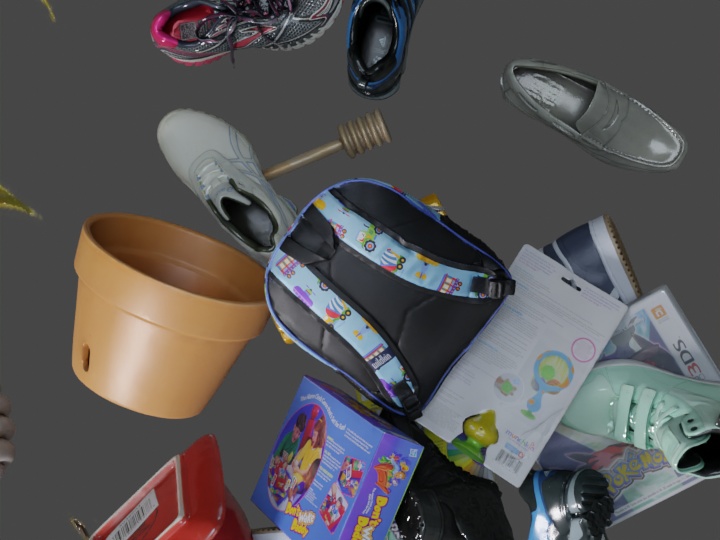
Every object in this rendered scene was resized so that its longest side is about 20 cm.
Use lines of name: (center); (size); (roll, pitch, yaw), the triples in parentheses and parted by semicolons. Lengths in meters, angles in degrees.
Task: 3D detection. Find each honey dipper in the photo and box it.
honey dipper: (-0.066, -0.108, 1.625); (0.198, 0.038, 0.038); (-22, 85, 6)

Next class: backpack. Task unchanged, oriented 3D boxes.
backpack: (0.013, 0.010, 1.477); (0.199, 0.135, 0.183); (35, 98, -13)

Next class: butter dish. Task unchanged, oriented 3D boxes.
butter dish: (-0.167, 0.290, 1.546); (0.200, 0.200, 0.148); (-44, 111, 8)

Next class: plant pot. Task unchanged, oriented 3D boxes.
plant pot: (-0.191, 0.049, 1.552); (0.198, 0.200, 0.141); (22, 104, 5)

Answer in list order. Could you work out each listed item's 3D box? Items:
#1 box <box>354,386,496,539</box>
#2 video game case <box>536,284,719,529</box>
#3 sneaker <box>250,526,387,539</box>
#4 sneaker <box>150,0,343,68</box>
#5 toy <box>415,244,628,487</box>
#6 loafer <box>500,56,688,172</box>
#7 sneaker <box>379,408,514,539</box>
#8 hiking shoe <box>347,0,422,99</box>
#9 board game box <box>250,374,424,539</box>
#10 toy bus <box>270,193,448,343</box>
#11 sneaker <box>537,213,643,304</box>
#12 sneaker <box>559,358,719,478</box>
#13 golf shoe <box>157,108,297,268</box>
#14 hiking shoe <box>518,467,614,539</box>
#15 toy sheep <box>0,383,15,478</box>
box: (0.064, 0.168, 1.552); (0.116, 0.049, 0.202); (-11, 60, 0)
video game case: (0.253, 0.138, 1.546); (0.199, 0.023, 0.183); (-31, 96, 21)
sneaker: (-0.011, 0.304, 1.575); (0.198, 0.071, 0.114); (-4, 82, 11)
sneaker: (-0.112, -0.251, 1.604); (0.198, 0.075, 0.081); (-18, 86, 9)
toy: (0.149, 0.091, 1.510); (0.115, 0.047, 0.201); (32, 74, 8)
loafer: (0.229, -0.152, 1.588); (0.198, 0.070, 0.071); (23, 88, 5)
sneaker: (0.080, 0.205, 1.470); (0.103, 0.201, 0.060); (10, 124, -22)
hiking shoe: (0.029, -0.272, 1.592); (0.073, 0.087, 0.203); (5, 87, 3)
board game box: (-0.026, 0.190, 1.499); (0.044, 0.200, 0.136); (23, 92, -26)
toy bus: (0.000, 0.000, 1.589); (0.199, 0.078, 0.066); (-28, 85, 1)
sneaker: (0.229, 0.056, 1.578); (0.108, 0.070, 0.202); (-21, 94, 12)
sneaker: (0.264, 0.137, 1.468); (0.198, 0.118, 0.075); (3, 108, 15)
golf shoe: (-0.128, -0.086, 1.568); (0.200, 0.097, 0.078); (45, 97, 9)
hiking shoe: (0.203, 0.281, 1.565); (0.086, 0.074, 0.202); (6, 108, 39)
toy sheep: (-0.402, 0.158, 1.582); (0.137, 0.138, 0.202); (-24, 81, 2)
